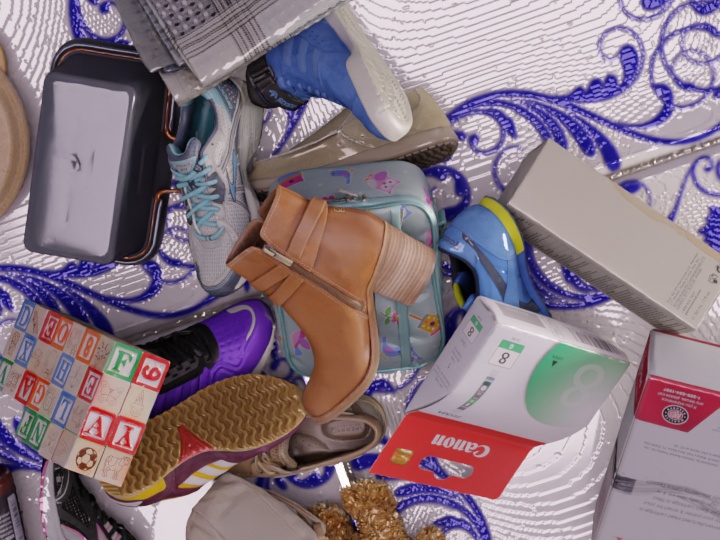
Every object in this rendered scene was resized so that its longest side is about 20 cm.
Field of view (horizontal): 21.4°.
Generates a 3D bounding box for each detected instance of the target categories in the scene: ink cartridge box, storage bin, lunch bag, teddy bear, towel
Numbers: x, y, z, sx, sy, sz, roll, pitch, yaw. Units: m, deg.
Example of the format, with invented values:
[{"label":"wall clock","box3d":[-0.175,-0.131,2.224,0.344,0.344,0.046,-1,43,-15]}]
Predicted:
[{"label":"ink cartridge box","box3d":[0.123,0.129,1.693,0.160,0.050,0.201,16,114,-34]},{"label":"storage bin","box3d":[-0.227,-0.094,1.688,0.144,0.134,0.202,10,101,2]},{"label":"ink cartridge box","box3d":[0.299,0.170,1.700,0.144,0.084,0.201,13,122,1]},{"label":"lunch bag","box3d":[0.000,0.000,1.685,0.159,0.077,0.201,-4,127,3]},{"label":"teddy bear","box3d":[0.025,0.287,1.773,0.144,0.067,0.202,-17,98,8]},{"label":"towel","box3d":[-0.123,-0.264,1.655,0.199,0.035,0.193,-32,70,1]}]

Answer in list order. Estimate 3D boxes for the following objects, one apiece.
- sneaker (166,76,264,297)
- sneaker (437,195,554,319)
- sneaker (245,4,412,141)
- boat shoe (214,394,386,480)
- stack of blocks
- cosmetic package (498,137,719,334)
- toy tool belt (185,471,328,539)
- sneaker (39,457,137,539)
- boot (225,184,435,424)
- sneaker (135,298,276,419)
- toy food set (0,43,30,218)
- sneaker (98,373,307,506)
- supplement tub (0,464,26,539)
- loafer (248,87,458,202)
[{"label":"sneaker","box3d":[-0.138,-0.077,1.668,0.077,0.086,0.202,-10,76,31]},{"label":"sneaker","box3d":[0.118,0.029,1.689,0.078,0.066,0.201,-40,129,-19]},{"label":"sneaker","box3d":[-0.037,-0.161,1.660,0.111,0.077,0.201,-40,57,15]},{"label":"boat shoe","box3d":[-0.076,0.155,1.757,0.198,0.065,0.072,-13,99,6]},{"label":"stack of blocks","box3d":[-0.256,0.105,1.682,0.058,0.200,0.116,23,87,-34]},{"label":"cosmetic package","box3d":[0.220,-0.027,1.684,0.199,0.104,0.073,35,83,-4]},{"label":"toy tool belt","box3d":[-0.075,0.284,1.740,0.200,0.123,0.125,39,61,15]},{"label":"sneaker","box3d":[-0.248,0.256,1.789,0.086,0.080,0.202,-12,107,-7]},{"label":"boot","box3d":[-0.046,0.026,1.614,0.154,0.074,0.201,22,113,-17]},{"label":"sneaker","box3d":[-0.169,0.090,1.724,0.200,0.099,0.070,-38,54,9]},{"label":"toy food set","box3d":[-0.397,-0.121,1.736,0.197,0.049,0.201,-21,98,7]},{"label":"sneaker","box3d":[-0.140,0.154,1.719,0.199,0.090,0.075,-20,72,-3]},{"label":"supplement tub","box3d":[-0.357,0.289,1.776,0.106,0.107,0.202,-9,100,5]},{"label":"loafer","box3d":[-0.011,-0.109,1.707,0.198,0.076,0.069,-15,71,11]}]
